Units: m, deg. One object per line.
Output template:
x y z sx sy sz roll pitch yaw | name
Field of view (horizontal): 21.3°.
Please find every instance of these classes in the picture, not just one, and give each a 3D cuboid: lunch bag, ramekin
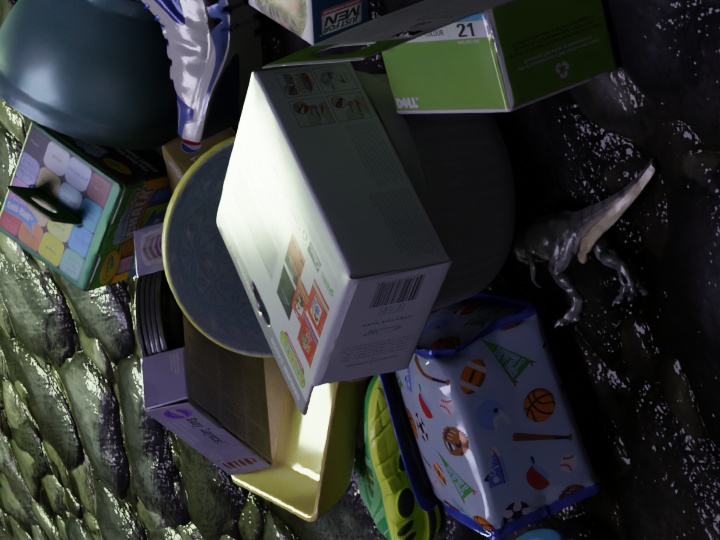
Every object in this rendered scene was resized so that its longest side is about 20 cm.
0.087 0.112 1.567 0.200 0.123 0.171 -160 50 -72 | lunch bag
0.038 -0.060 1.497 0.200 0.104 0.202 170 90 -66 | ramekin

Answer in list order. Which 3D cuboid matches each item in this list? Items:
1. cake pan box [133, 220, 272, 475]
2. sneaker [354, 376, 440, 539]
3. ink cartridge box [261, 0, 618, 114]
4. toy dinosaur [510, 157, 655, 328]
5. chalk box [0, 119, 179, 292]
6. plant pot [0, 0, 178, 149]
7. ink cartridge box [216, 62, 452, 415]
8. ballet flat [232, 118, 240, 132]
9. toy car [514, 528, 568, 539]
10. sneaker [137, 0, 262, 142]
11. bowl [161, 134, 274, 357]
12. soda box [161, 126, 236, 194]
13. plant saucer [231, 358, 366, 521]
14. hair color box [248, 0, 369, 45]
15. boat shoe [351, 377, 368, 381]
-0.145 0.072 1.763 0.200 0.052 0.185 47 -150 -60 | cake pan box
0.023 0.173 1.766 0.083 0.074 0.201 29 136 43 | sneaker
0.054 -0.144 1.336 0.147 0.199 0.076 7 117 58 | ink cartridge box
0.165 -0.011 1.413 0.200 0.047 0.089 -27 81 59 | toy dinosaur
-0.255 -0.069 1.826 0.125 0.200 0.125 35 118 22 | chalk box
-0.246 -0.225 1.833 0.200 0.199 0.135 42 121 37 | plant pot
-0.027 -0.024 1.425 0.176 0.083 0.201 111 141 -49 | ink cartridge box
-0.120 -0.180 1.786 0.066 0.057 0.201 -4 114 57 | ballet flat
0.216 0.313 1.500 0.199 0.177 0.185 -11 117 32 | toy car
-0.151 -0.227 1.711 0.115 0.080 0.201 21 117 26 | sneaker
-0.089 -0.033 1.699 0.108 0.199 0.201 -147 40 -68 | bowl
-0.134 -0.057 1.822 0.064 0.067 0.200 52 163 26 | soda box
-0.050 0.121 1.806 0.200 0.048 0.202 13 94 63 | plant saucer
-0.048 -0.295 1.547 0.100 0.060 0.201 37 141 43 | hair color box
0.000 0.000 1.641 0.072 0.075 0.202 -148 55 -67 | boat shoe
